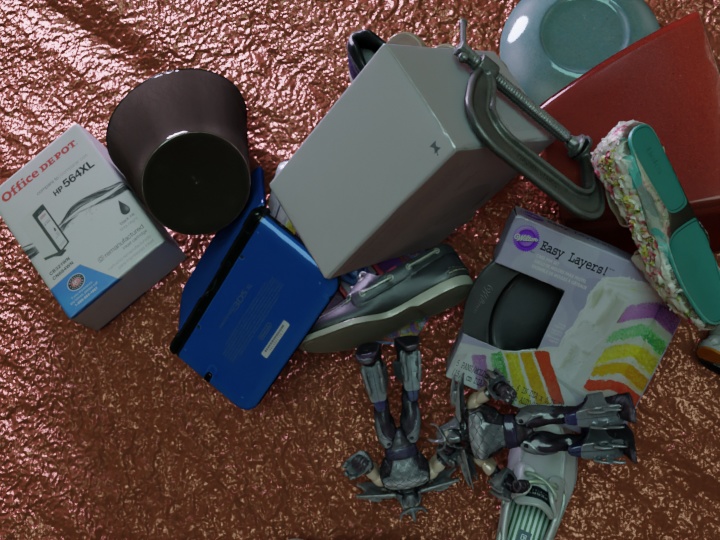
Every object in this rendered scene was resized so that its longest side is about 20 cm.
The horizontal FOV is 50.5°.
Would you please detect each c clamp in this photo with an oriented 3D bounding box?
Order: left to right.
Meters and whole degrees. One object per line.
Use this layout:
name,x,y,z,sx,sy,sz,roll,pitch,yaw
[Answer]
c clamp,0.160,-0.140,0.711,0.199,0.027,0.172,38,39,-15

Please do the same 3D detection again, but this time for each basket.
basket,-0.194,-0.132,0.859,0.179,0.137,0.200,-26,33,-6

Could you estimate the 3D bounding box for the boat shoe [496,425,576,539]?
boat shoe,0.185,0.240,0.794,0.073,0.067,0.202,11,76,10

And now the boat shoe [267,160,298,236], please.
boat shoe,-0.079,-0.038,0.900,0.066,0.074,0.203,2,76,20

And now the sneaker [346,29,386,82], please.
sneaker,0.055,-0.211,0.919,0.200,0.088,0.076,41,85,15

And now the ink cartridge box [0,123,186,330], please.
ink cartridge box,-0.335,-0.053,0.937,0.146,0.084,0.200,-40,75,-3

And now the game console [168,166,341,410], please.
game console,-0.119,0.018,0.848,0.170,0.118,0.201,38,113,5

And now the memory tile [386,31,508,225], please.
memory tile,0.080,-0.161,0.886,0.152,0.017,0.202,18,115,13

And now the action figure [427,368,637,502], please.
action figure,0.162,0.155,0.740,0.197,0.069,0.132,-7,109,13

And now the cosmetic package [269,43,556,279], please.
cosmetic package,0.052,-0.110,0.766,0.199,0.199,0.124,-43,74,37

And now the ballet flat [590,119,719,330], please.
ballet flat,0.270,-0.040,0.698,0.075,0.064,0.202,-21,89,-29

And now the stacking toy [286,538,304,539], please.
stacking toy,-0.011,0.335,0.791,0.198,0.146,0.148,12,78,27

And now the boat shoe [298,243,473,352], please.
boat shoe,0.021,0.031,0.819,0.198,0.073,0.063,-22,66,6

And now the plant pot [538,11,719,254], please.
plant pot,0.291,-0.117,0.819,0.174,0.200,0.202,-14,75,16

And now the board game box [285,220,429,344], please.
board game box,0.000,0.000,0.864,0.197,0.039,0.160,7,84,-12

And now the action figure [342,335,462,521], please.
action figure,0.040,0.175,0.811,0.129,0.069,0.203,-11,100,-9

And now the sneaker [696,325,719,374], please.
sneaker,0.466,0.090,0.799,0.198,0.076,0.093,25,76,12

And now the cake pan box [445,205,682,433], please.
cake pan box,0.202,0.055,0.768,0.198,0.052,0.186,24,104,2

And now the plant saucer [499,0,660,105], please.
plant saucer,0.271,-0.281,0.932,0.198,0.039,0.204,-2,76,8
